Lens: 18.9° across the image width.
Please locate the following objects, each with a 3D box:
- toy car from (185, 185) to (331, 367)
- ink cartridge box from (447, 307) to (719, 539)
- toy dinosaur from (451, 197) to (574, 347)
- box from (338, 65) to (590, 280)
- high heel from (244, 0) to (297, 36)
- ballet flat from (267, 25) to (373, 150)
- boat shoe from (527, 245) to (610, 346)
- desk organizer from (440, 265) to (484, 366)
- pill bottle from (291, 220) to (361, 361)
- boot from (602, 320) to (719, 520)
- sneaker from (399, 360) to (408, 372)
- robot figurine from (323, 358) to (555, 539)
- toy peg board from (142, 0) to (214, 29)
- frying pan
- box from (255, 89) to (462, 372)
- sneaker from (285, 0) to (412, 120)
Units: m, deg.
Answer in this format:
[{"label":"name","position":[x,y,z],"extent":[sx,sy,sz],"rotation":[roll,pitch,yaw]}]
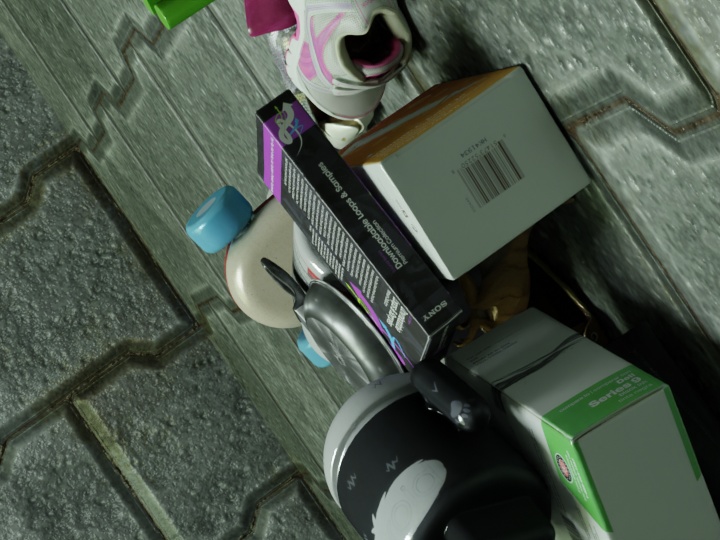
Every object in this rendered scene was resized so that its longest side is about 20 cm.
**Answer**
[{"label":"toy car","position":[-0.054,-0.041,2.033],"extent":[0.184,0.177,0.200],"rotation":[46,-176,-15]},{"label":"ink cartridge box","position":[0.157,0.127,1.530],"extent":[0.200,0.084,0.147],"rotation":[34,151,62]},{"label":"toy dinosaur","position":[0.105,0.000,1.630],"extent":[0.106,0.060,0.201],"rotation":[22,126,19]},{"label":"box","position":[0.061,-0.068,1.555],"extent":[0.098,0.124,0.200],"rotation":[57,168,-9]},{"label":"high heel","position":[-0.095,-0.256,1.724],"extent":[0.200,0.096,0.068],"rotation":[42,163,49]},{"label":"ballet flat","position":[-0.025,-0.149,1.833],"extent":[0.072,0.072,0.201],"rotation":[45,166,40]},{"label":"boat shoe","position":[0.157,0.065,1.664],"extent":[0.200,0.072,0.068],"rotation":[52,169,16]},{"label":"desk organizer","position":[0.108,0.096,1.737],"extent":[0.077,0.071,0.202],"rotation":[72,-170,-65]},{"label":"pill bottle","position":[0.000,0.000,1.754],"extent":[0.114,0.114,0.200],"rotation":[51,164,16]},{"label":"boot","position":[0.241,0.146,1.564],"extent":[0.200,0.065,0.165],"rotation":[49,159,18]},{"label":"sneaker","position":[0.042,0.122,1.782],"extent":[0.200,0.088,0.075],"rotation":[30,-139,-54]},{"label":"robot figurine","position":[0.057,0.156,1.522],"extent":[0.125,0.151,0.200],"rotation":[34,-173,-42]},{"label":"toy peg board","position":[-0.184,-0.319,1.894],"extent":[0.200,0.097,0.200],"rotation":[43,164,51]},{"label":"frying pan","position":[-0.030,0.032,1.649],"extent":[0.190,0.031,0.115],"rotation":[43,163,25]},{"label":"box","position":[-0.004,-0.023,1.541],"extent":[0.201,0.036,0.143],"rotation":[54,170,10]},{"label":"sneaker","position":[-0.006,-0.167,1.654],"extent":[0.088,0.081,0.200],"rotation":[51,169,26]}]
